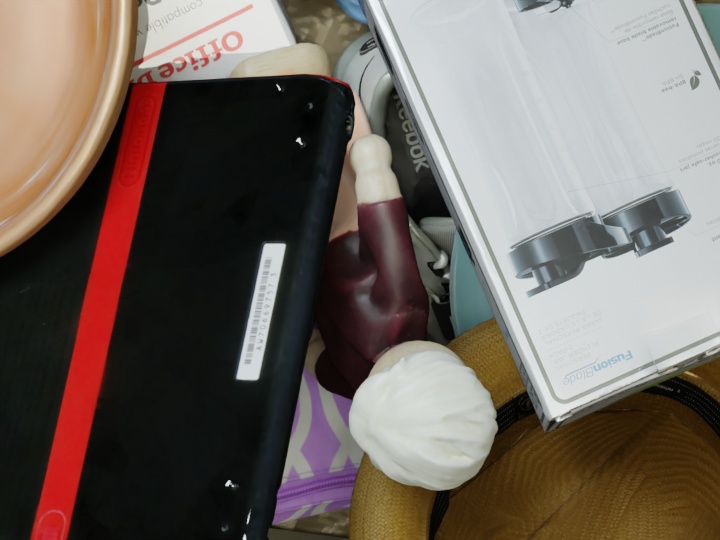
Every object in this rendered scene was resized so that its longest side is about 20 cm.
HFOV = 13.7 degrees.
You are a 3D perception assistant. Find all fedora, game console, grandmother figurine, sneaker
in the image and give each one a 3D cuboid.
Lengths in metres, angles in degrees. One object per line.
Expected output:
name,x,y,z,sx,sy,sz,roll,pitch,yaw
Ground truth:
fedora,0.090,0.109,1.171,0.199,0.082,0.202,1,64,-3
game console,-0.095,0.020,1.118,0.176,0.031,0.201,0,66,24
grandmother figurine,0.000,0.000,1.148,0.060,0.201,0.122,-14,140,-14
sneaker,0.045,-0.002,1.233,0.074,0.089,0.201,-29,99,0

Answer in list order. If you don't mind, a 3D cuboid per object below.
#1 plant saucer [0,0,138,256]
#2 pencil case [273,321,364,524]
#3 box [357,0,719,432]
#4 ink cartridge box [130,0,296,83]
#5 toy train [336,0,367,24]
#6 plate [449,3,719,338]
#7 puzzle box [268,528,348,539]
plant saucer,-0.173,-0.093,1.137,0.199,0.037,0.202,-1,87,18
pencil case,-0.067,0.073,1.199,0.199,0.086,0.084,-14,132,-30
box,0.081,-0.053,1.131,0.116,0.060,0.201,-24,83,-3
ink cartridge box,-0.100,-0.121,1.220,0.117,0.067,0.201,-26,97,1
toy train,0.058,-0.164,1.217,0.198,0.087,0.115,-6,88,0
plate,0.129,-0.010,1.219,0.199,0.026,0.201,-11,117,-23
puzzle box,-0.038,0.148,1.190,0.132,0.200,0.026,9,106,-3
